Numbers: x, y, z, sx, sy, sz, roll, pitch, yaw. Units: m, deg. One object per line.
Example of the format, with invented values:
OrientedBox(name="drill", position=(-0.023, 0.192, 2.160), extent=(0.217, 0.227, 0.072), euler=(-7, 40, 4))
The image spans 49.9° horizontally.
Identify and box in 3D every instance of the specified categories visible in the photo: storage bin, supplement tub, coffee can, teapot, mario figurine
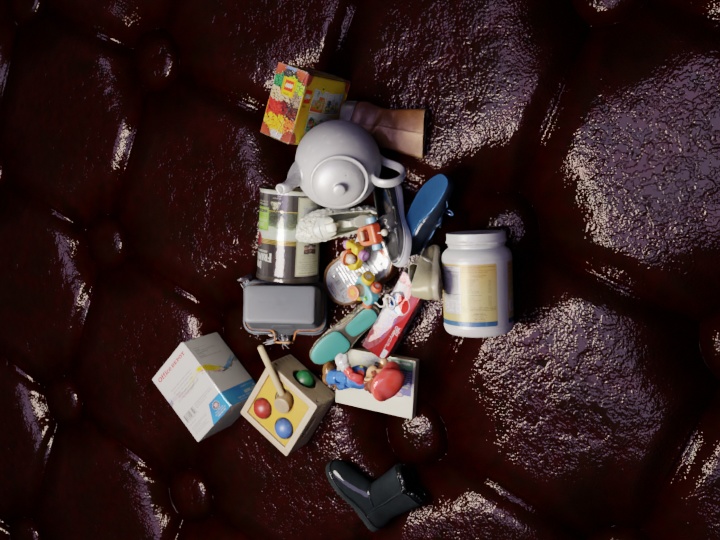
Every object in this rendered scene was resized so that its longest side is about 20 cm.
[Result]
OrientedBox(name="storage bin", position=(-0.176, 0.089, 1.735), extent=(0.196, 0.134, 0.148), euler=(1, 85, 1))
OrientedBox(name="supplement tub", position=(0.237, 0.024, 1.565), extent=(0.143, 0.144, 0.204), euler=(0, 96, 26))
OrientedBox(name="coffee can", position=(-0.160, -0.083, 1.750), extent=(0.144, 0.146, 0.204), euler=(8, 99, 25))
OrientedBox(name="teapot", position=(-0.040, -0.201, 1.592), extent=(0.197, 0.147, 0.200), euler=(36, 115, -27))
OrientedBox(name="mario figurine", position=(0.016, 0.220, 1.692), extent=(0.198, 0.123, 0.108), euler=(-1, 100, 41))

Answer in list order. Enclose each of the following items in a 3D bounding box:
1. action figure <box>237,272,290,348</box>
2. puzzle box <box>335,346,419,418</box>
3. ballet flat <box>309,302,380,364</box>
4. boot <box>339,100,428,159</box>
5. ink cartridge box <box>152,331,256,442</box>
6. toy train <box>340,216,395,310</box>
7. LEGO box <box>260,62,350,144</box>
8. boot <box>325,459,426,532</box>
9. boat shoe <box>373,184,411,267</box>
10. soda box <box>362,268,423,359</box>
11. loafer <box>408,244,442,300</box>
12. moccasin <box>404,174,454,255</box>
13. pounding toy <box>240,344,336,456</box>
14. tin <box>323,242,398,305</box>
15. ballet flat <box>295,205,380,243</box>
OrientedBox(name="action figure", position=(-0.215, 0.096, 1.843), extent=(0.129, 0.069, 0.202), euler=(-26, 90, 9))
OrientedBox(name="puzzle box", position=(0.037, 0.252, 1.761), extent=(0.197, 0.025, 0.135), euler=(8, 100, 25))
OrientedBox(name="ballet flat", position=(-0.031, 0.137, 1.753), extent=(0.199, 0.075, 0.068), euler=(-41, 102, 15))
OrientedBox(name="boot", position=(0.046, -0.266, 1.684), extent=(0.197, 0.068, 0.192), euler=(12, 94, 17))
OrientedBox(name="ink cartridge box", position=(-0.376, 0.281, 1.905), extent=(0.147, 0.144, 0.201), euler=(-46, 76, 23))
OrientedBox(name="toy train", position=(0.008, -0.008, 1.640), extent=(0.149, 0.055, 0.203), euler=(-1, 102, 55))
OrientedBox(name="LEGO box", position=(-0.114, -0.352, 1.662), extent=(0.076, 0.199, 0.151), euler=(24, 106, 21))
OrientedBox(name="boot", position=(0.036, 0.479, 1.760), extent=(0.168, 0.076, 0.201), euler=(-43, 84, 28))
OrientedBox(name="boat shoe", position=(0.059, -0.105, 1.639), extent=(0.070, 0.065, 0.203), euler=(-30, 57, 50))
OrientedBox(name="soda box", position=(0.083, 0.094, 1.691), extent=(0.063, 0.070, 0.202), euler=(34, 111, 14))
OrientedBox(name="loafer", position=(0.132, 0.000, 1.586), extent=(0.067, 0.200, 0.077), euler=(-2, 110, 4))
OrientedBox(name="moccasin", position=(0.143, -0.118, 1.638), extent=(0.201, 0.067, 0.081), euler=(-56, 40, 33))
OrientedBox(name="pounding toy", position=(-0.179, 0.292, 1.809), extent=(0.183, 0.142, 0.201), euler=(38, 112, 17))
OrientedBox(name="tin", position=(0.000, 0.000, 1.742), extent=(0.199, 0.042, 0.113), euler=(-38, 83, 25))
OrientedBox(name="ballet flat", position=(-0.044, -0.104, 1.674), extent=(0.197, 0.072, 0.073), euler=(-14, 91, -16))
